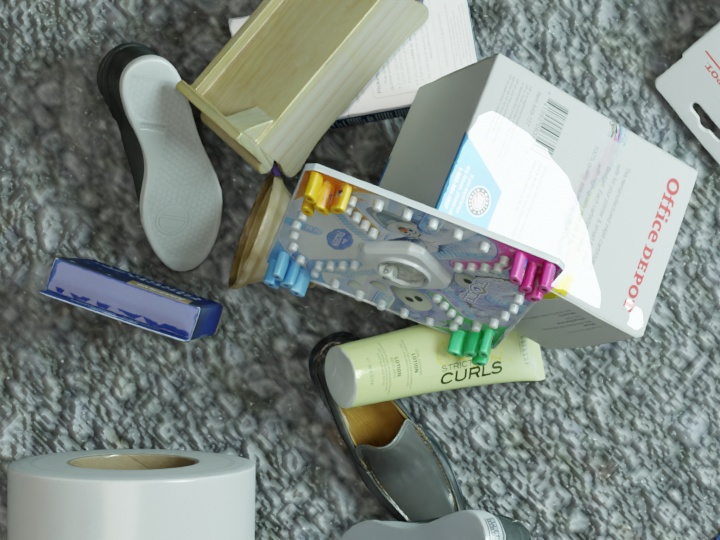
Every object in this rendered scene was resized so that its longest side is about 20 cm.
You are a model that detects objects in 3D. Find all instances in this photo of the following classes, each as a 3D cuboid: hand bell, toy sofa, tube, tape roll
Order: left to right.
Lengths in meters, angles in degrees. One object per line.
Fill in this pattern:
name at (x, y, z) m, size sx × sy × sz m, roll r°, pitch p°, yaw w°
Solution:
tape roll at (-0.183, 0.222, 1.437) m, size 0.200 × 0.203 × 0.141 m, roll 1°, pitch 92°, yaw 3°
toy sofa at (-0.044, -0.178, 1.432) m, size 0.083 × 0.098 × 0.200 m, roll 41°, pitch 91°, yaw 29°
hand bell at (0.000, 0.000, 1.496) m, size 0.198 × 0.104 × 0.105 m, roll 21°, pitch 92°, yaw -11°
tube at (0.067, 0.068, 1.467) m, size 0.198 × 0.052 × 0.058 m, roll -10°, pitch 132°, yaw -31°

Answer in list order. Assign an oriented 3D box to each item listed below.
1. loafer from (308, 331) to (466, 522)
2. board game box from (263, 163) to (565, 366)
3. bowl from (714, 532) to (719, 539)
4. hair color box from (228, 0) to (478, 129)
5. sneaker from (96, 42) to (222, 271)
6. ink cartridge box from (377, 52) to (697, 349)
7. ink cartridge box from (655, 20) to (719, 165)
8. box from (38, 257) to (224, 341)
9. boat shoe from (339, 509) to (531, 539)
loafer at (0.020, 0.144, 1.490) m, size 0.073 × 0.072 × 0.201 m, roll -37°, pitch 90°, yaw 2°
board game box at (0.032, 0.002, 1.347) m, size 0.198 × 0.200 × 0.026 m, roll 21°, pitch 67°, yaw -4°
bowl at (0.377, 0.286, 1.493) m, size 0.198 × 0.039 × 0.203 m, roll 0°, pitch 91°, yaw 2°
hair color box at (-0.003, -0.175, 1.491) m, size 0.198 × 0.061 × 0.101 m, roll -10°, pitch 88°, yaw 3°
sneaker at (-0.168, -0.102, 1.502) m, size 0.070 × 0.099 × 0.202 m, roll -18°, pitch 121°, yaw -12°
ink cartridge box at (0.130, -0.047, 1.402) m, size 0.199 × 0.144 × 0.148 m, roll 29°, pitch 74°, yaw -19°
ink cartridge box at (0.344, -0.173, 1.443) m, size 0.116 × 0.200 × 0.068 m, roll 51°, pitch 49°, yaw 1°
box at (-0.179, 0.023, 1.433) m, size 0.120 × 0.200 × 0.033 m, roll 19°, pitch 91°, yaw 2°
boat shoe at (0.056, 0.233, 1.457) m, size 0.056 × 0.199 × 0.069 m, roll 9°, pitch 72°, yaw -38°
